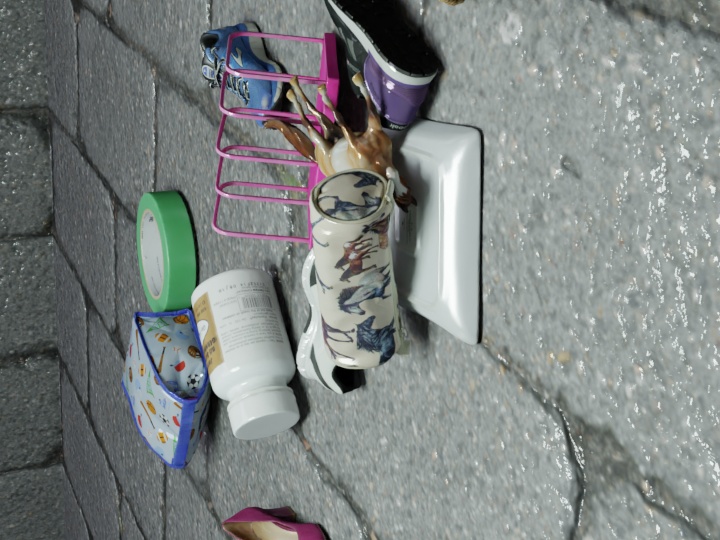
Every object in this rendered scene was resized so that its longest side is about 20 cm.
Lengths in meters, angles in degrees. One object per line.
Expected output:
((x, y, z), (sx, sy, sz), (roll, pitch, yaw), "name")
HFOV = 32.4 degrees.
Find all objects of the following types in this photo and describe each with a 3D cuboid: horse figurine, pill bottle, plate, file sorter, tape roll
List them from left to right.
((-0.324, -0.030, 2.060), (0.200, 0.047, 0.204), (173, 90, -67), "tape roll")
((-0.146, 0.110, 1.616), (0.115, 0.113, 0.202), (123, 135, -56), "pill bottle")
((-0.096, -0.148, 1.373), (0.140, 0.123, 0.203), (-95, 11, -60), "file sorter")
((-0.019, -0.129, 1.226), (0.199, 0.050, 0.134), (9, 134, 57), "horse figurine")
((0.057, -0.046, 1.209), (0.200, 0.032, 0.203), (-153, 59, -63), "plate")

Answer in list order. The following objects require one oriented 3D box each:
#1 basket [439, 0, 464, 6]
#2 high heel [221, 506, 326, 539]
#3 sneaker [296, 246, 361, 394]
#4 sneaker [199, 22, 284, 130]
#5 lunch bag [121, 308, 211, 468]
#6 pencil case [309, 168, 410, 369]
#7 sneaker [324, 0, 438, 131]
((0.025, -0.343, 1.065), (0.150, 0.141, 0.202), (118, 139, -52), "basket")
((-0.108, 0.359, 1.614), (0.199, 0.095, 0.069), (-169, 74, -66), "high heel")
((-0.020, 0.048, 1.385), (0.080, 0.073, 0.203), (34, 132, 40), "sneaker")
((-0.155, -0.243, 1.578), (0.201, 0.088, 0.079), (-121, 32, -43), "sneaker")
((-0.300, 0.190, 1.984), (0.201, 0.122, 0.172), (-117, 31, -42), "lunch bag")
((0.000, 0.000, 1.194), (0.078, 0.088, 0.202), (-89, -5, -51), "pencil case")
((0.003, -0.219, 1.228), (0.201, 0.075, 0.088), (63, 146, 39), "sneaker")
